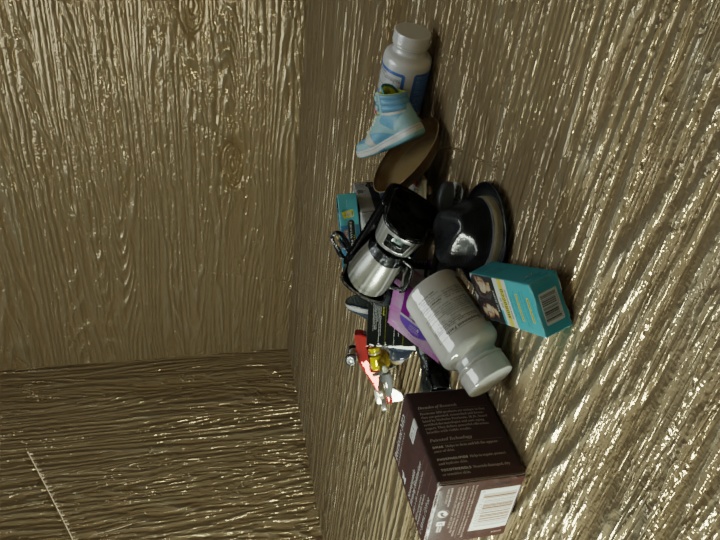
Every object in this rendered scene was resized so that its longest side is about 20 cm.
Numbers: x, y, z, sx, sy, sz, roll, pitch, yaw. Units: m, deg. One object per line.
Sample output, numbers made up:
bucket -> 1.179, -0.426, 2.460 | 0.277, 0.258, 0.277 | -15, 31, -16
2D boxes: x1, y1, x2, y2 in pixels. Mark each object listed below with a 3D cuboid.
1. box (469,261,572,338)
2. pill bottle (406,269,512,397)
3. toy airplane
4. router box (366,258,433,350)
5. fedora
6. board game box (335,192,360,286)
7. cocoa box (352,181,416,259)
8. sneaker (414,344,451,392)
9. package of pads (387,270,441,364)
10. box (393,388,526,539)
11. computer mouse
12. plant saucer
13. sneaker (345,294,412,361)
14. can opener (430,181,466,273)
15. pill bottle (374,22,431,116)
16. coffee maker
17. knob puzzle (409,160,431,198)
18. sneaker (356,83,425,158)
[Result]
box -> 0.239, 0.039, 0.948 | 0.200, 0.048, 0.084 | -164, 52, -75
pill bottle -> 0.174, 0.110, 1.080 | 0.202, 0.112, 0.116 | 58, 153, 27
toy airplane -> 0.063, 0.260, 1.624 | 0.199, 0.139, 0.203 | 43, -159, -54
router box -> 0.089, 0.076, 1.397 | 0.051, 0.145, 0.206 | -65, -21, -71
fedora -> 0.186, -0.062, 1.105 | 0.200, 0.089, 0.207 | 177, 90, -76
board game box -> -0.024, -0.072, 1.441 | 0.151, 0.046, 0.206 | -138, 43, -85
cocoa box -> 0.057, -0.119, 1.471 | 0.201, 0.127, 0.137 | -102, 7, -63
sneaker -> 0.162, 0.227, 1.327 | 0.104, 0.058, 0.206 | -144, 48, -74
package of pads -> 0.136, 0.091, 1.270 | 0.199, 0.074, 0.124 | 36, 124, 52
box -> 0.167, 0.345, 1.104 | 0.202, 0.159, 0.170 | -112, 24, -53
computer mouse -> 0.000, 0.000, 1.334 | 0.201, 0.034, 0.058 | 49, 129, -5
plant saucer -> 0.107, -0.241, 1.343 | 0.199, 0.035, 0.202 | -41, 27, 26
sneaker -> 0.054, 0.143, 1.513 | 0.077, 0.197, 0.150 | -47, -37, -55
can opener -> 0.164, -0.080, 1.239 | 0.054, 0.065, 0.205 | -119, 36, -61
pill bottle -> 0.097, -0.431, 1.367 | 0.114, 0.109, 0.203 | -107, 21, -44
coffee maker -> 0.052, -0.070, 1.233 | 0.201, 0.132, 0.196 | -54, 34, 41
knob puzzle -> 0.138, -0.147, 1.406 | 0.220, 0.030, 0.227 | 175, 90, -86
sneaker -> 0.048, -0.330, 1.352 | 0.197, 0.079, 0.134 | -13, 102, 47
